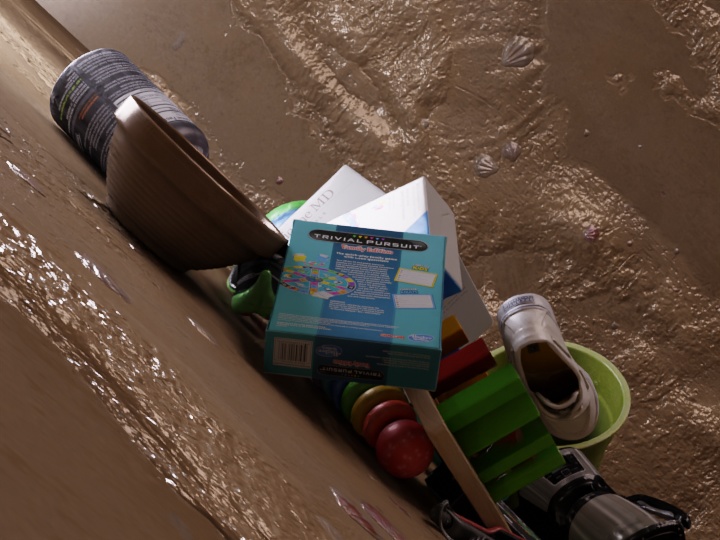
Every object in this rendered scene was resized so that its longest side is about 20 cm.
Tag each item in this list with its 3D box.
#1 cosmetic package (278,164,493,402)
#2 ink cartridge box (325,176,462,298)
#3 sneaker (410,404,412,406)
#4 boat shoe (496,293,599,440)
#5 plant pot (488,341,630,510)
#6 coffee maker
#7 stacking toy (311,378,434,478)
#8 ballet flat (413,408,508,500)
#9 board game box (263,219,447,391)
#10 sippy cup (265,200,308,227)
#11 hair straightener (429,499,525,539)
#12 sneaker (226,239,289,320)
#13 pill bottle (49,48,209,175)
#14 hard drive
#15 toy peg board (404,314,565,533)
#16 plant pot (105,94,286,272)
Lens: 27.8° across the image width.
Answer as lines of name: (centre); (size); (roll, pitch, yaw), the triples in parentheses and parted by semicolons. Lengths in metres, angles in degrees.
cosmetic package: (0.013, 0.023, 1.679); (0.200, 0.167, 0.166); (39, -11, 39)
ink cartridge box: (0.000, 0.000, 1.500); (0.067, 0.200, 0.116); (47, 27, -39)
sneaker: (0.079, 0.178, 1.821); (0.200, 0.078, 0.089); (53, -2, 21)
boat shoe: (0.182, 0.109, 1.364); (0.070, 0.071, 0.200); (-100, 168, -46)
plant pot: (0.232, 0.222, 1.828); (0.200, 0.200, 0.190); (45, -32, 43)
coffee maker: (0.266, 0.323, 1.635); (0.134, 0.192, 0.200); (0, 19, -26)
stacking toy: (0.015, 0.128, 1.397); (0.085, 0.085, 0.200); (42, 8, -41)
ballet flat: (0.096, 0.199, 1.633); (0.070, 0.067, 0.200); (-6, -44, 40)
board game box: (0.000, 0.028, 1.321); (0.151, 0.047, 0.200); (7, 30, 1)
sippy cup: (-0.067, -0.001, 1.856); (0.130, 0.177, 0.140); (-113, -172, -58)
hair straightener: (0.128, 0.257, 1.325); (0.200, 0.041, 0.077); (42, 2, -45)
sneaker: (-0.095, 0.000, 1.505); (0.077, 0.084, 0.200); (15, 6, -10)
pill bottle: (-0.231, -0.137, 1.528); (0.200, 0.106, 0.106); (45, 2, 26)
hard drive: (0.156, 0.279, 1.511); (0.200, 0.038, 0.140); (43, 2, 14)
toy peg board: (0.105, 0.119, 1.393); (0.200, 0.098, 0.199); (59, 2, -44)
plant pot: (-0.171, -0.063, 1.360); (0.201, 0.093, 0.201); (43, 2, -2)
